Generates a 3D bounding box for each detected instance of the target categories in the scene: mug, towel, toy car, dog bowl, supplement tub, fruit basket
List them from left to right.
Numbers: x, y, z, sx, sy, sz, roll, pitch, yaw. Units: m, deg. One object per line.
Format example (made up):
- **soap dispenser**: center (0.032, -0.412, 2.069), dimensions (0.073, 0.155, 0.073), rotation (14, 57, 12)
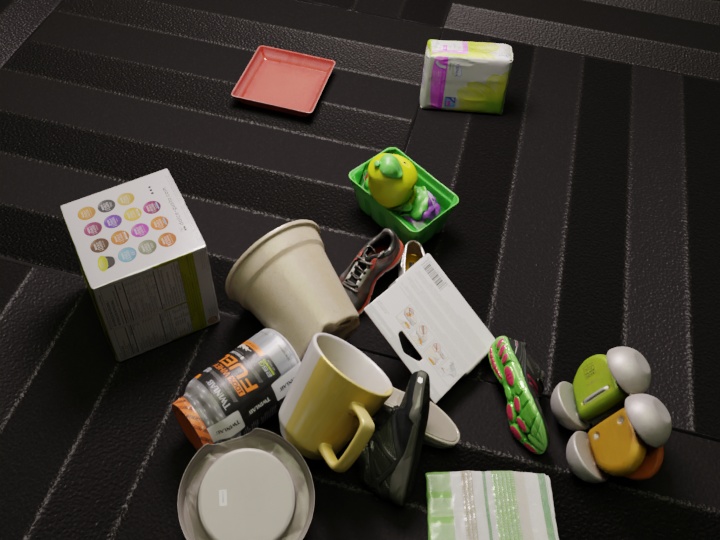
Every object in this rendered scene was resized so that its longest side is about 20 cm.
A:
- **supplement tub**: center (-0.192, 0.194, 1.219), dimensions (0.198, 0.124, 0.122), rotation (-36, 60, -27)
- **dog bowl**: center (-0.166, 0.337, 1.120), dimensions (0.194, 0.059, 0.205), rotation (4, 63, -8)
- **mug**: center (-0.053, 0.206, 1.161), dimensions (0.148, 0.155, 0.187), rotation (35, 11, 1)
- **fruit basket**: center (0.076, -0.163, 1.473), dimensions (0.154, 0.218, 0.215), rotation (-33, 59, -27)
- **towel**: center (0.197, 0.377, 1.159), dimensions (0.194, 0.031, 0.152), rotation (1, 48, 1)
- **toy car**: center (0.412, 0.234, 1.216), dimensions (0.147, 0.175, 0.204), rotation (21, 42, -32)

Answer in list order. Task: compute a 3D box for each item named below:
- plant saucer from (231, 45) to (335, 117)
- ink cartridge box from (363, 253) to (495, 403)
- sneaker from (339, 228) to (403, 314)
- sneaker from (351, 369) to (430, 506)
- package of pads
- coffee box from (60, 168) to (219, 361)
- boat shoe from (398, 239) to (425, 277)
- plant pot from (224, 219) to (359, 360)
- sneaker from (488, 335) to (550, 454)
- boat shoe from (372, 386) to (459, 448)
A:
- **plant saucer**: center (-0.176, -0.434, 1.785), dimensions (0.194, 0.037, 0.203), rotation (13, 51, 8)
- **ink cartridge box**: center (0.116, 0.101, 1.314), dimensions (0.172, 0.044, 0.201), rotation (-37, 87, -28)
- **sneaker**: center (0.000, 0.000, 1.394), dimensions (0.076, 0.082, 0.202), rotation (30, 73, 23)
- **sneaker**: center (0.043, 0.245, 1.178), dimensions (0.111, 0.076, 0.205), rotation (15, 93, 18)
- **package of pads**: center (0.238, -0.439, 1.734), dimensions (0.194, 0.157, 0.069), rotation (4, 49, 0)
- **coffee box**: center (-0.375, -0.009, 1.323), dimensions (0.194, 0.203, 0.201), rotation (-22, 54, -19)
- **boat shoe**: center (0.104, 0.031, 1.401), dimensions (0.069, 0.071, 0.204), rotation (1, 50, -2)
- **plant pot**: center (-0.101, 0.051, 1.311), dimensions (0.198, 0.202, 0.185), rotation (-29, 68, -24)
- **sneaker**: center (0.278, 0.200, 1.269), dimensions (0.082, 0.077, 0.205), rotation (1, 61, -26)
- **boat shoe**: center (0.069, 0.237, 1.252), dimensions (0.197, 0.058, 0.067), rotation (28, 41, 13)
